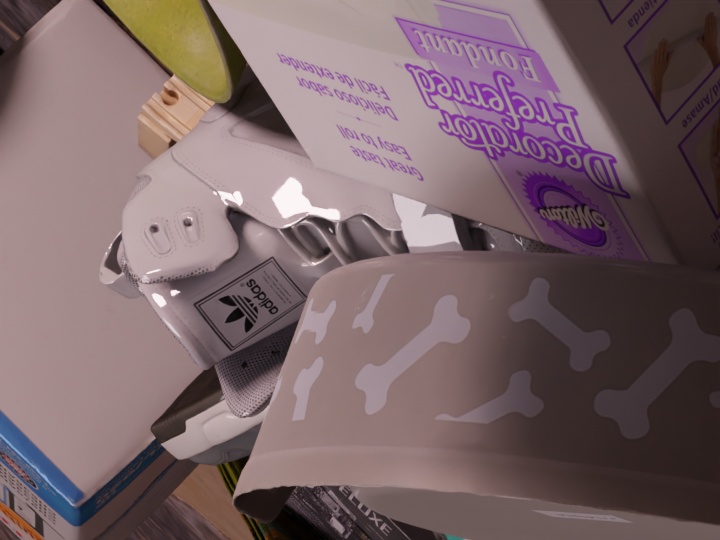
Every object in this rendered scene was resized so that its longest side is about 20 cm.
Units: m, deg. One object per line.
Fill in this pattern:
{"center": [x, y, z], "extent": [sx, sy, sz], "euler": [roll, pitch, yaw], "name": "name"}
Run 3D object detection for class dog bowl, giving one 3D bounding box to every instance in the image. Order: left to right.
{"center": [0.070, 0.043, 0.704], "extent": [0.199, 0.059, 0.200], "euler": [7, 169, 1], "name": "dog bowl"}

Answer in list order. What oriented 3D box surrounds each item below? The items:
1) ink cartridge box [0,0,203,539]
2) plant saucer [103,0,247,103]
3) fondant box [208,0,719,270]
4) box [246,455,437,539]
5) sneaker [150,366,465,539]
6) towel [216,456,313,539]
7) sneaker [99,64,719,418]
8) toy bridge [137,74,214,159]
{"center": [-0.115, 0.015, 1.164], "extent": [0.147, 0.145, 0.200], "euler": [43, 165, 6], "name": "ink cartridge box"}
{"center": [-0.084, -0.136, 0.799], "extent": [0.200, 0.031, 0.200], "euler": [51, 171, 11], "name": "plant saucer"}
{"center": [0.006, -0.095, 0.665], "extent": [0.144, 0.058, 0.200], "euler": [20, 153, 48], "name": "fondant box"}
{"center": [0.040, 0.123, 1.215], "extent": [0.200, 0.050, 0.158], "euler": [44, 166, 6], "name": "box"}
{"center": [0.019, 0.058, 0.978], "extent": [0.121, 0.084, 0.200], "euler": [50, 145, -10], "name": "sneaker"}
{"center": [-0.032, 0.116, 1.327], "extent": [0.086, 0.018, 0.200], "euler": [41, -172, -30], "name": "towel"}
{"center": [0.008, -0.006, 0.813], "extent": [0.200, 0.115, 0.075], "euler": [28, 159, 50], "name": "sneaker"}
{"center": [0.000, 0.000, 1.035], "extent": [0.200, 0.027, 0.067], "euler": [42, 164, 10], "name": "toy bridge"}
